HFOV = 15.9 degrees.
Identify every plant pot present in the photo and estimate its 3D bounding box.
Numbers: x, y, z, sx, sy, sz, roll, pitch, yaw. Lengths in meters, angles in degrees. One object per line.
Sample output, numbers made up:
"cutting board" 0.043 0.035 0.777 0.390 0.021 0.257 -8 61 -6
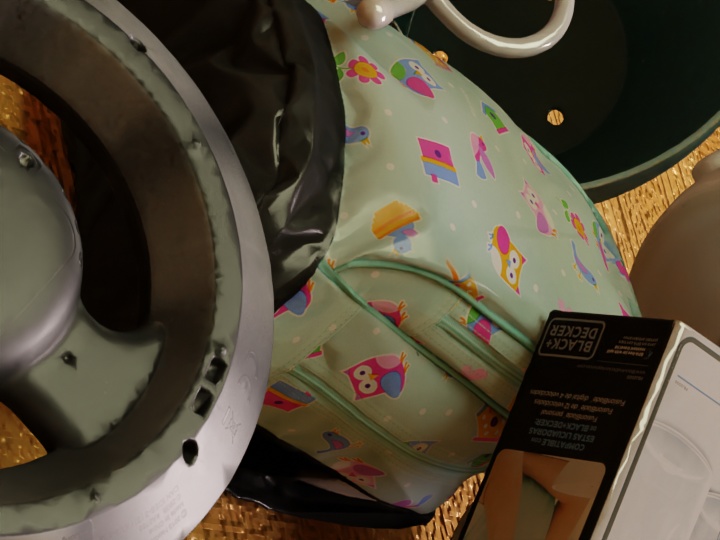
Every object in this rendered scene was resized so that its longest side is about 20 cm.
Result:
"plant pot" 0.063 -0.106 1.016 0.135 0.199 0.201 84 -10 -74

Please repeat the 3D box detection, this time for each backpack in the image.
"backpack" 0.000 0.000 0.844 0.200 0.126 0.167 37 39 -40

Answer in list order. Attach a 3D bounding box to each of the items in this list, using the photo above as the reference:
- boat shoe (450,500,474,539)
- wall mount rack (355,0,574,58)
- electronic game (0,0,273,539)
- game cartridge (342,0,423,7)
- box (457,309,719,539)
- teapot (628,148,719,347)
"boat shoe" 0.040 0.140 0.869 0.065 0.071 0.200 50 32 -30
"wall mount rack" -0.002 -0.152 0.864 0.200 0.075 0.174 47 52 1
"electronic game" -0.111 -0.005 0.675 0.199 0.042 0.201 14 62 -28
"game cartridge" -0.045 -0.178 0.929 0.133 0.042 0.201 -14 78 -27
"box" 0.078 0.127 0.786 0.117 0.060 0.200 34 72 -34
"teapot" 0.193 0.041 0.924 0.146 0.197 0.201 -6 116 -28
